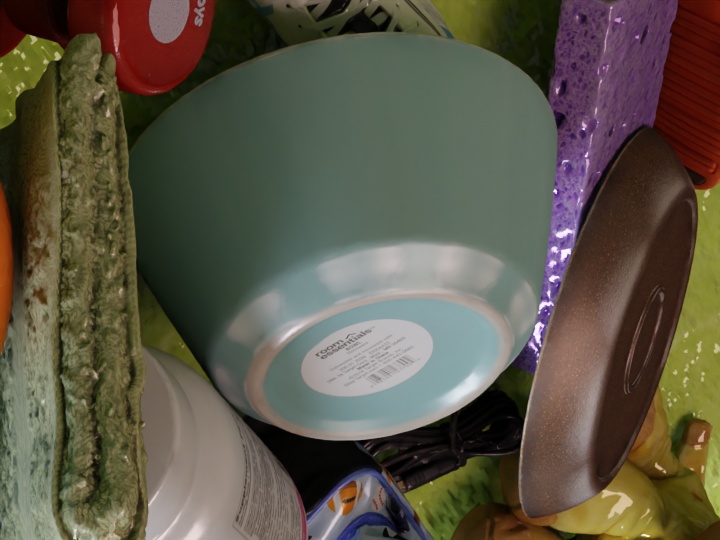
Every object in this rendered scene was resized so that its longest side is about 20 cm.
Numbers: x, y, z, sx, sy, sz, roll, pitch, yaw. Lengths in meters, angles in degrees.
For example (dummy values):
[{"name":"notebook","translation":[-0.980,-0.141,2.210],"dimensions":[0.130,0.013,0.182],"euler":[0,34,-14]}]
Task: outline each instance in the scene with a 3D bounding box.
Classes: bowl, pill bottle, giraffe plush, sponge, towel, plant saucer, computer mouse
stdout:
[{"name":"bowl","translation":[0.000,0.000,1.228],"dimensions":[0.200,0.105,0.201],"euler":[-10,146,-7]},{"name":"pill bottle","translation":[-0.097,0.096,1.205],"dimensions":[0.113,0.113,0.200],"euler":[-45,158,-5]},{"name":"giraffe plush","translation":[0.170,0.165,1.524],"dimensions":[0.173,0.162,0.200],"euler":[-56,143,6]},{"name":"sponge","translation":[0.112,-0.057,1.363],"dimensions":[0.112,0.030,0.200],"euler":[-46,149,-56]},{"name":"towel","translation":[-0.112,0.025,1.051],"dimensions":[0.036,0.200,0.148],"euler":[0,164,-17]},{"name":"plant saucer","translation":[0.127,0.030,1.394],"dimensions":[0.200,0.032,0.201],"euler":[17,90,-75]},{"name":"computer mouse","translation":[0.044,0.026,1.406],"dimensions":[0.109,0.044,0.200],"euler":[-18,137,-26]}]

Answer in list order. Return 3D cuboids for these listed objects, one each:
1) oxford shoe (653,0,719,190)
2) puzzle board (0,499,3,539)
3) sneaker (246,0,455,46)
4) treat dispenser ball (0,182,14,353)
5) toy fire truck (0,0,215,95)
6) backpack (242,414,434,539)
[{"name":"oxford shoe","translation":[0.191,-0.129,1.397],"dimensions":[0.072,0.071,0.200],"euler":[-28,141,-40]},{"name":"puzzle board","translation":[-0.213,0.174,1.048],"dimensions":[0.200,0.017,0.151],"euler":[-8,100,-36]},{"name":"sneaker","translation":[-0.002,-0.109,1.233],"dimensions":[0.072,0.072,0.200],"euler":[-45,139,-3]},{"name":"treat dispenser ball","translation":[-0.224,0.001,1.013],"dimensions":[0.201,0.201,0.201],"euler":[-24,134,-27]},{"name":"toy fire truck","translation":[-0.114,-0.172,1.070],"dimensions":[0.200,0.112,0.168],"euler":[50,59,-51]},{"name":"backpack","translation":[-0.029,0.176,1.374],"dimensions":[0.200,0.154,0.191],"euler":[-44,149,-5]}]
